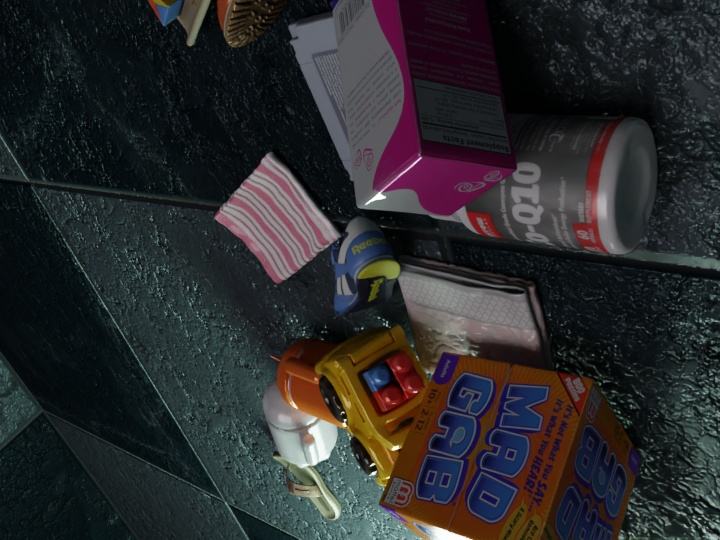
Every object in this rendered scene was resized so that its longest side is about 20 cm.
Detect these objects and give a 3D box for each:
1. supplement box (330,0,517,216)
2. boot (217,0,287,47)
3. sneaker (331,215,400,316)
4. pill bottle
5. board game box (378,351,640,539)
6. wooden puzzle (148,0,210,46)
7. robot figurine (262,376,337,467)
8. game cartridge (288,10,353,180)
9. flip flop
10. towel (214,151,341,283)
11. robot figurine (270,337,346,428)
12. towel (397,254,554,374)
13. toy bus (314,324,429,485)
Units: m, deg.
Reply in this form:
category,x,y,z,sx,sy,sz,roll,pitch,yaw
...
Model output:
category,x,y,z,sx,sy,sz,roll,pitch,yaw
supplement box,0.048,-0.160,0.645,0.101,0.102,0.203,-32,59,55
boot,-0.124,-0.327,0.776,0.107,0.075,0.201,48,148,16
sneaker,0.000,0.000,0.980,0.083,0.073,0.200,65,160,17
pill bottle,0.154,-0.084,0.696,0.198,0.114,0.115,11,134,38
board game box,0.181,0.245,0.895,0.198,0.202,0.200,5,149,41
wooden puzzle,-0.234,-0.350,0.817,0.201,0.046,0.185,56,163,-9
robot figurine,-0.102,0.250,1.306,0.170,0.111,0.202,-122,16,-48
game cartridge,0.011,-0.179,0.812,0.132,0.042,0.202,1,127,39
flip flop,-0.114,0.449,1.575,0.080,0.058,0.201,-10,119,50
towel,-0.119,-0.066,1.068,0.147,0.030,0.199,48,145,-7
robot figurine,-0.046,0.170,1.164,0.198,0.143,0.119,14,114,35
towel,0.141,0.077,0.952,0.198,0.032,0.193,12,135,39
toy bus,0.045,0.173,0.993,0.202,0.134,0.192,62,163,3
